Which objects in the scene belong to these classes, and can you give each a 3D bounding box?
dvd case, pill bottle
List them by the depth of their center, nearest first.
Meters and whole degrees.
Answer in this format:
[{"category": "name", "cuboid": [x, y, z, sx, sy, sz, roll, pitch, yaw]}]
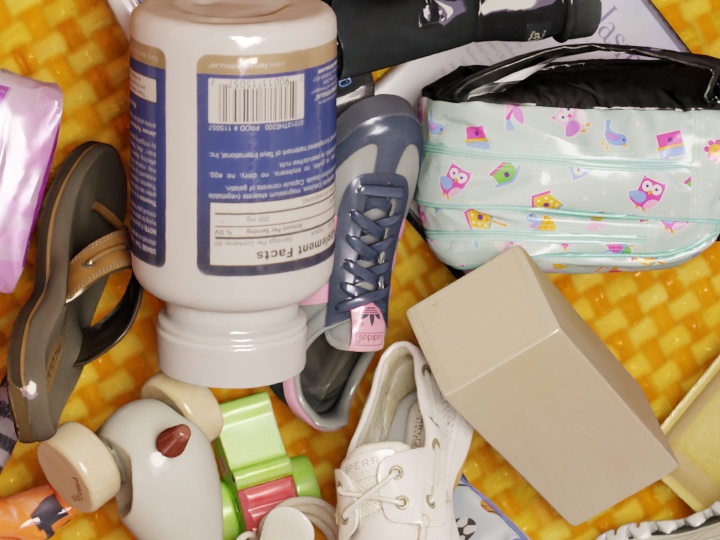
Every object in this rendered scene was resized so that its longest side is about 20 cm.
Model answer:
[{"category": "pill bottle", "cuboid": [-0.068, -0.044, 1.501, 0.111, 0.111, 0.200, -4, 107, -16]}, {"category": "dvd case", "cuboid": [0.099, -0.098, 1.665, 0.200, 0.018, 0.143, -43, 103, -10]}]

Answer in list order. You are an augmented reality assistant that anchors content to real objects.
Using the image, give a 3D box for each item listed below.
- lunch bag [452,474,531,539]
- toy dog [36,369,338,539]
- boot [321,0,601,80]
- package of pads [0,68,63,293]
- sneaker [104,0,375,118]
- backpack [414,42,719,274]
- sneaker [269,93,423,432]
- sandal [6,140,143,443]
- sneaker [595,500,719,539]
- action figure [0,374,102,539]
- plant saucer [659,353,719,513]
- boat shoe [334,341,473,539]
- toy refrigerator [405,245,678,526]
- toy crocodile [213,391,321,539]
[{"category": "lunch bag", "cuboid": [0.072, 0.194, 1.583, 0.075, 0.200, 0.160, -35, 119, -6]}, {"category": "toy dog", "cuboid": [-0.081, 0.141, 1.517, 0.200, 0.096, 0.132, 41, 70, -19]}, {"category": "boot", "cuboid": [0.034, -0.210, 1.561, 0.168, 0.076, 0.201, -8, 77, -14]}, {"category": "package of pads", "cuboid": [-0.271, -0.068, 1.527, 0.200, 0.076, 0.121, 14, 91, -17]}, {"category": "sneaker", "cuboid": [-0.058, -0.119, 1.583, 0.112, 0.073, 0.200, -34, 112, -1]}, {"category": "backpack", "cuboid": [0.130, -0.062, 1.589, 0.199, 0.167, 0.127, -1, 90, -6]}, {"category": "sneaker", "cuboid": [0.000, 0.000, 1.567, 0.070, 0.082, 0.200, -1, 126, -28]}, {"category": "sandal", "cuboid": [-0.148, 0.012, 1.527, 0.054, 0.200, 0.082, -1, 131, 11]}, {"category": "sneaker", "cuboid": [0.189, 0.187, 1.651, 0.200, 0.081, 0.075, -29, 112, 18]}, {"category": "action figure", "cuboid": [-0.199, 0.161, 1.575, 0.200, 0.105, 0.194, 27, 92, -45]}, {"category": "plant saucer", "cuboid": [0.292, 0.099, 1.721, 0.200, 0.048, 0.200, 43, 82, -14]}, {"category": "boat shoe", "cuboid": [0.013, 0.121, 1.512, 0.071, 0.200, 0.069, -18, 128, 23]}, {"category": "toy refrigerator", "cuboid": [0.105, 0.066, 1.590, 0.076, 0.070, 0.200, -31, 144, 10]}, {"category": "toy crocodile", "cuboid": [-0.050, 0.170, 1.616, 0.067, 0.062, 0.200, -10, 96, -16]}]
